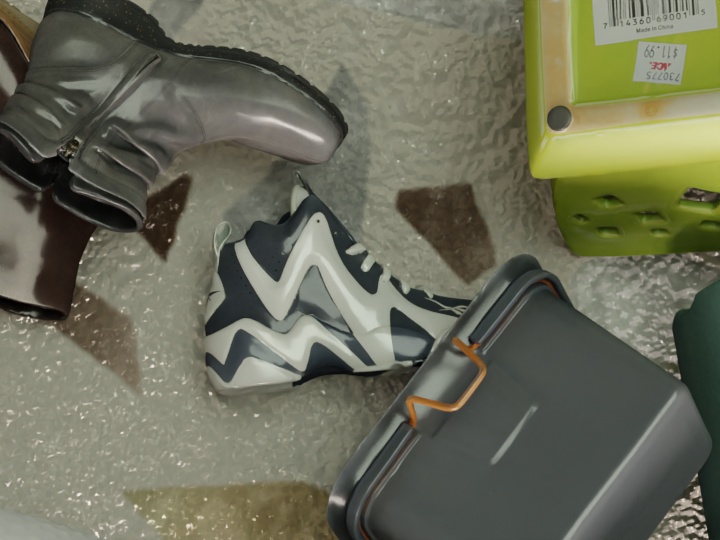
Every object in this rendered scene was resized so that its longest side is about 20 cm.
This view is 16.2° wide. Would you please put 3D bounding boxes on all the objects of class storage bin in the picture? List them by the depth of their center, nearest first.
[{"bbox_3d":[0.098,0.108,1.444,0.134,0.146,0.200,29,73,33],"label":"storage bin"}]

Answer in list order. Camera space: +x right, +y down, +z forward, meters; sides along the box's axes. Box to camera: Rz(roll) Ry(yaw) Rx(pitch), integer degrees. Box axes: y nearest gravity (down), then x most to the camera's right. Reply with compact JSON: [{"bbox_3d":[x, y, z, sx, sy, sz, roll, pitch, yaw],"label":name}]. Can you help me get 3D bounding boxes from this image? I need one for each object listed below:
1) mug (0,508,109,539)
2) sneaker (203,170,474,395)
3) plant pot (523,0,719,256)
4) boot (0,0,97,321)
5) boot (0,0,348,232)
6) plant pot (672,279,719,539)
[{"bbox_3d":[-0.180,0.236,1.391,0.175,0.148,0.200,15,102,-16],"label":"mug"},{"bbox_3d":[0.000,0.000,1.520,0.199,0.079,0.130,-7,84,-5],"label":"sneaker"},{"bbox_3d":[0.197,-0.129,1.512,0.199,0.181,0.200,-5,74,19],"label":"plant pot"},{"bbox_3d":[-0.236,-0.076,1.492,0.200,0.072,0.167,22,68,-10],"label":"boot"},{"bbox_3d":[-0.114,-0.073,1.475,0.200,0.070,0.132,21,56,-8],"label":"boot"},{"bbox_3d":[0.280,0.102,1.506,0.200,0.200,0.197,-7,68,-15],"label":"plant pot"}]
